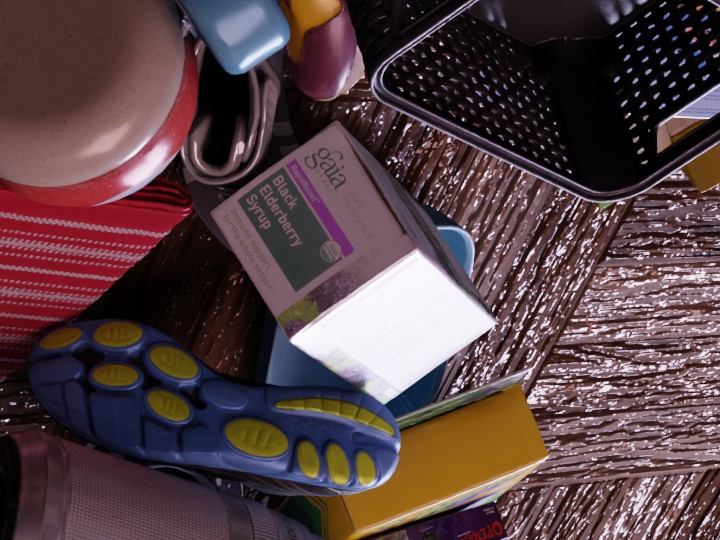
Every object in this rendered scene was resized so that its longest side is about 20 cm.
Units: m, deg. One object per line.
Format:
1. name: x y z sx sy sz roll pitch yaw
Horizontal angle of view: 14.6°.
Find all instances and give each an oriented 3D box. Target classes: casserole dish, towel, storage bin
1. casserole dish: -0.004 0.031 1.600 0.120 0.039 0.201 -13 140 -24
2. towel: -0.192 0.005 1.414 0.144 0.023 0.200 8 144 -42
3. storage bin: 0.096 -0.124 1.268 0.135 0.094 0.199 -34 146 28

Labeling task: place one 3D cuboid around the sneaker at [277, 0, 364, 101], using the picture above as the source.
1. sneaker: -0.041 -0.172 1.293 0.090 0.075 0.201 -10 115 -22

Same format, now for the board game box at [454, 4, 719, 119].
1. board game box: 0.149 -0.122 1.414 0.199 0.020 0.103 1 134 -31

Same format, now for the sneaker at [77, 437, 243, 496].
1. sneaker: -0.106 0.125 1.576 0.070 0.109 0.200 -32 144 2

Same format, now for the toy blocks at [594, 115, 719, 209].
1. toy blocks: 0.190 -0.139 1.510 0.199 0.100 0.137 -28 132 -6

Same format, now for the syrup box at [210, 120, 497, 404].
1. syrup box: 0.000 0.000 1.421 0.081 0.079 0.200 -35 163 6

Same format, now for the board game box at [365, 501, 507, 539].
1. board game box: -0.016 0.192 1.700 0.120 0.032 0.200 -7 164 -40

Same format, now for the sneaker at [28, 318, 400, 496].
1. sneaker: -0.079 0.082 1.470 0.198 0.071 0.083 15 158 -7

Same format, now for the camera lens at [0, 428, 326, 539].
1. camera lens: -0.122 0.180 1.430 0.199 0.160 0.160 20 123 -20

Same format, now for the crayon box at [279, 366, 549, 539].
1. crayon box: 0.031 0.121 1.646 0.125 0.052 0.200 -20 169 -15

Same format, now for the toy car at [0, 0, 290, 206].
1. toy car: -0.127 -0.086 1.284 0.184 0.177 0.200 -33 156 0

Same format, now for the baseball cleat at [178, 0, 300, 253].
1. baseball cleat: -0.067 -0.059 1.396 0.069 0.107 0.201 1 135 9
